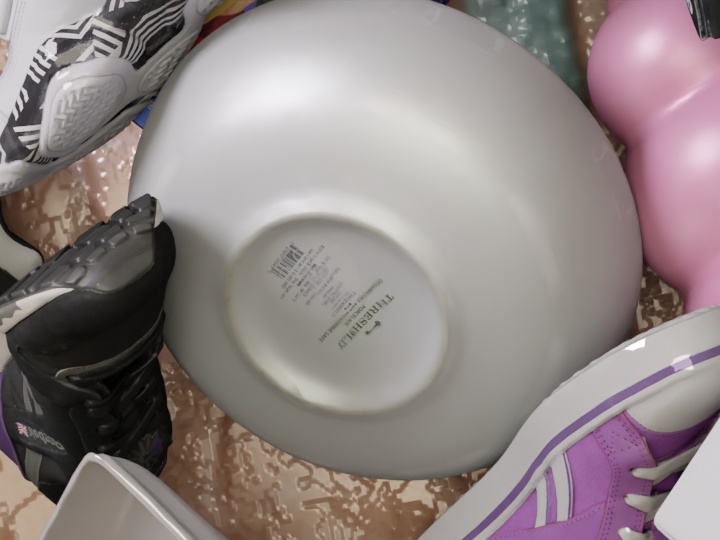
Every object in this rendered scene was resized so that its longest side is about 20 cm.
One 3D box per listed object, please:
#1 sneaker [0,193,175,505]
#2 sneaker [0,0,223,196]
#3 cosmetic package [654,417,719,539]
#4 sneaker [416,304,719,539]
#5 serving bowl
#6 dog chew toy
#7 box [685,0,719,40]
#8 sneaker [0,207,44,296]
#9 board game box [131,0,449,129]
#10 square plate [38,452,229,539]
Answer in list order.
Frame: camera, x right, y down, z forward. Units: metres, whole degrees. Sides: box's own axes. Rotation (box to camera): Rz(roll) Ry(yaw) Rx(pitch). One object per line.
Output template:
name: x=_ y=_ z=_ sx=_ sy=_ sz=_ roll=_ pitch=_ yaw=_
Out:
sneaker: x=-0.092 y=0.037 z=0.953 sx=0.076 sy=0.200 sz=0.088 roll=-37 pitch=90 yaw=-23
sneaker: x=-0.107 y=-0.126 z=0.948 sx=0.115 sy=0.075 sz=0.200 roll=46 pitch=117 yaw=10
cosmetic package: x=0.243 y=0.064 z=0.857 sx=0.200 sy=0.123 sz=0.200 roll=33 pitch=92 yaw=-31
sneaker: x=0.102 y=0.099 z=0.931 sx=0.072 sy=0.201 sz=0.114 roll=-20 pitch=68 yaw=-35
serving bowl: x=0.000 y=0.000 z=0.950 sx=0.199 sy=0.066 sz=0.201 roll=9 pitch=122 yaw=15
dog chew toy: x=0.155 y=-0.026 z=0.959 sx=0.124 sy=0.125 sz=0.200 roll=-31 pitch=82 yaw=4
box: x=0.206 y=-0.152 z=0.934 sx=0.199 sy=0.159 sz=0.046 roll=-12 pitch=117 yaw=5
sneaker: x=-0.184 y=-0.067 z=1.023 sx=0.080 sy=0.074 sz=0.201 roll=-16 pitch=90 yaw=-14
board game box: x=-0.070 y=-0.131 z=0.996 sx=0.200 sy=0.045 sz=0.135 roll=39 pitch=113 yaw=4
square plate: x=-0.047 y=0.168 z=0.963 sx=0.200 sy=0.198 sz=0.028 roll=42 pitch=55 yaw=5
